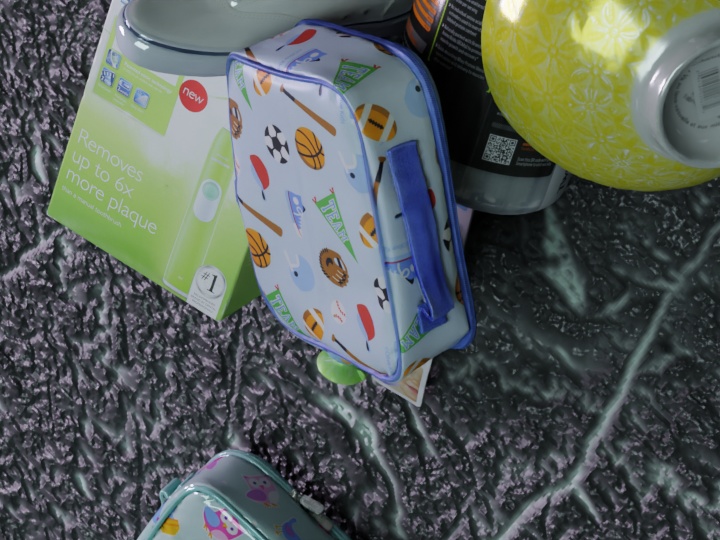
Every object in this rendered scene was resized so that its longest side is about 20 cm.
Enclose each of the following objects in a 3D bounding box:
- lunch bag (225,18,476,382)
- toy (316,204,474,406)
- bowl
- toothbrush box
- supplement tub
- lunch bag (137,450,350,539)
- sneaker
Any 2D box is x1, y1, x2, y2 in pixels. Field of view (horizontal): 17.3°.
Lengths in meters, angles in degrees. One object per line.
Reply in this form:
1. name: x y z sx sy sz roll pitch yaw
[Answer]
1. lunch bag: -0.002 -0.037 1.353 0.160 0.075 0.201 21 130 51
2. toy: 0.000 0.000 1.485 0.115 0.047 0.200 33 141 19
3. bowl: 0.175 -0.116 1.272 0.108 0.200 0.201 -118 38 -53
4. toothbrush box: -0.098 -0.093 1.518 0.145 0.086 0.200 32 120 16
5. supplement tub: 0.090 -0.144 1.367 0.122 0.122 0.200 29 121 17
6. lunch bag: -0.090 0.225 1.632 0.160 0.077 0.200 43 124 10
7. sneaker: -0.050 -0.170 1.403 0.073 0.199 0.071 58 152 34
